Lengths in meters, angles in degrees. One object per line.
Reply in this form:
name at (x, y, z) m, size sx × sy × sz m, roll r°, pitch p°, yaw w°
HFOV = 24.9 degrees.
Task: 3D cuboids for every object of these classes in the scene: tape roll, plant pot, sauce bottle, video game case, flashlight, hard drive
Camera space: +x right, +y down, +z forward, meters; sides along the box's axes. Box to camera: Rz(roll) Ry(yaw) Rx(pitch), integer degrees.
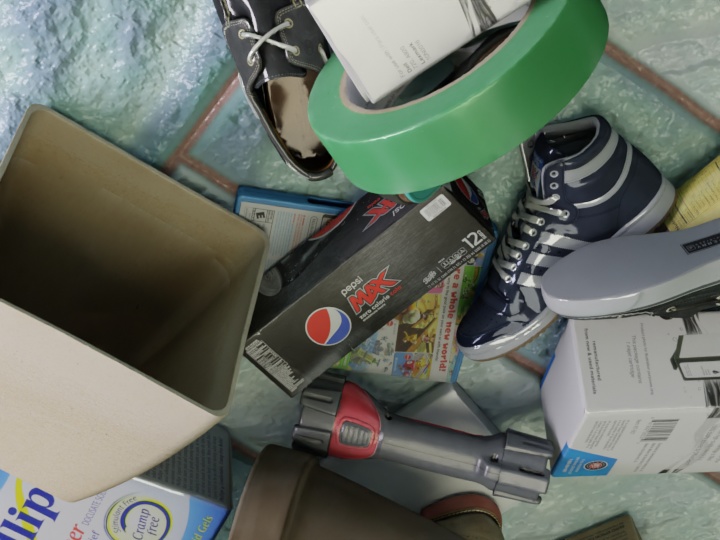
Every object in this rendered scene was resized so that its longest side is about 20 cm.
tape roll at (0.061, -0.135, 1.054) m, size 0.200 × 0.201 × 0.048 m, roll -31°, pitch 120°, yaw 13°
plant pot at (-0.206, 0.042, 1.145) m, size 0.200 × 0.200 × 0.177 m, roll 30°, pitch 126°, yaw -16°
sauce bottle at (0.246, -0.027, 1.221) m, size 0.066 × 0.066 × 0.200 m, roll 39°, pitch 112°, yaw -25°
video game case at (-0.007, 0.014, 1.247) m, size 0.199 × 0.018 × 0.144 m, roll 8°, pitch 120°, yaw -10°
flashlight at (0.049, 0.132, 1.271) m, size 0.199 × 0.068 × 0.068 m, roll 13°, pitch 151°, yaw 1°
plant pot at (-0.008, 0.248, 1.235) m, size 0.173 × 0.200 × 0.201 m, roll 12°, pitch 121°, yaw 7°
hard drive at (0.032, 0.187, 1.353) m, size 0.200 × 0.027 × 0.132 m, roll -34°, pitch 119°, yaw 15°

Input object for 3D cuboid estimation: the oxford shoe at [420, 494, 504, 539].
oxford shoe at (0.026, 0.251, 1.333) m, size 0.200 × 0.075 × 0.071 m, roll -29°, pitch 120°, yaw 12°

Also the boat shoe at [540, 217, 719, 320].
boat shoe at (0.229, 0.007, 1.162) m, size 0.199 × 0.069 × 0.057 m, roll -14°, pitch 126°, yaw -1°

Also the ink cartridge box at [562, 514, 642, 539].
ink cartridge box at (0.201, 0.331, 1.432) m, size 0.164 × 0.075 × 0.200 m, roll -24°, pitch 122°, yaw 8°

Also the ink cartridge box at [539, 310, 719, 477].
ink cartridge box at (0.251, 0.096, 1.252) m, size 0.199 × 0.085 × 0.146 m, roll -2°, pitch 154°, yaw -6°

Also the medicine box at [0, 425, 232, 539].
medicine box at (-0.228, 0.190, 1.284) m, size 0.199 × 0.103 × 0.182 m, roll 21°, pitch 117°, yaw -19°

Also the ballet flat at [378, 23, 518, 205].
ballet flat at (0.073, -0.122, 1.127) m, size 0.200 × 0.068 × 0.068 m, roll -38°, pitch 128°, yaw -23°

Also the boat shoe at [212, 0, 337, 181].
boat shoe at (-0.055, -0.156, 1.108) m, size 0.072 × 0.068 × 0.201 m, roll -16°, pitch 118°, yaw 4°

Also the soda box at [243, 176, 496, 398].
soda box at (0.000, 0.000, 1.186) m, size 0.200 × 0.071 × 0.063 m, roll -38°, pitch 119°, yaw 17°

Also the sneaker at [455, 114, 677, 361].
sneaker at (0.127, -0.029, 1.196) m, size 0.200 × 0.070 × 0.109 m, roll -41°, pitch 121°, yaw 6°

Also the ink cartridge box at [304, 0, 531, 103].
ink cartridge box at (0.059, -0.213, 1.030) m, size 0.200 × 0.146 × 0.084 m, roll -32°, pitch 118°, yaw 10°
